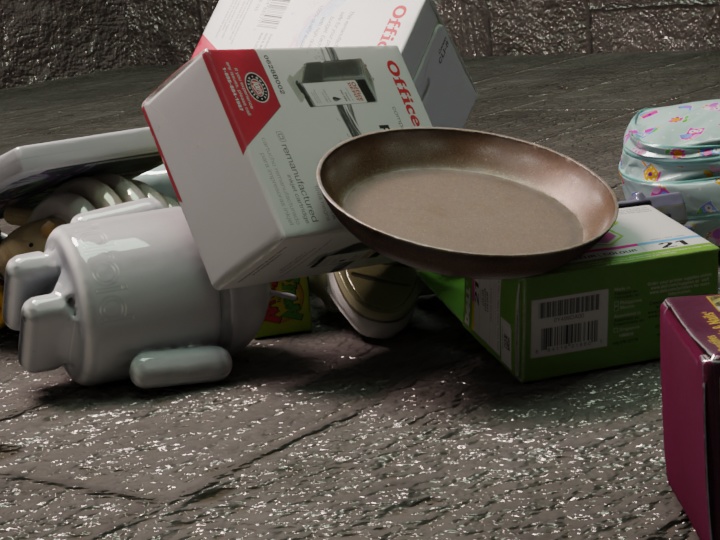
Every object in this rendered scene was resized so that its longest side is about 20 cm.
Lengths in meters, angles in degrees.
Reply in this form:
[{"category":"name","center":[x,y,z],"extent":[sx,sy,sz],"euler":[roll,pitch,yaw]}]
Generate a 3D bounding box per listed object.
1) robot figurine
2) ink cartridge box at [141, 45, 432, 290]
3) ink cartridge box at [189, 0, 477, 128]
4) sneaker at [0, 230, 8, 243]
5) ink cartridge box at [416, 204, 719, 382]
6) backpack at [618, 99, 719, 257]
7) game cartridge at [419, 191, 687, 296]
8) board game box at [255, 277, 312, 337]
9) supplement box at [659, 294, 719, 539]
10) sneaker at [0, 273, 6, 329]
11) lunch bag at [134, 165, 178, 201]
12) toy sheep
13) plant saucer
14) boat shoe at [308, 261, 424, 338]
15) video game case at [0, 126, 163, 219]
[{"category":"robot figurine","center":[-0.148,0.016,1.240],"extent":[0.198,0.113,0.170],"euler":[-11,54,-24]},{"category":"ink cartridge box","center":[-0.035,-0.078,1.240],"extent":[0.199,0.148,0.083],"euler":[-10,-18,-48]},{"category":"ink cartridge box","center":[-0.028,-0.147,1.499],"extent":[0.199,0.146,0.145],"euler":[12,-24,30]},{"category":"sneaker","center":[-0.339,-0.008,1.519],"extent":[0.198,0.083,0.070],"euler":[0,13,24]},{"category":"ink cartridge box","center":[0.137,-0.004,1.229],"extent":[0.147,0.076,0.200],"euler":[-8,23,-17]},{"category":"backpack","center":[0.317,-0.079,1.473],"extent":[0.198,0.128,0.167],"euler":[-6,14,12]},{"category":"game cartridge","center":[0.140,-0.021,1.378],"extent":[0.198,0.039,0.130],"euler":[-8,-9,-16]},{"category":"board game box","center":[-0.085,-0.019,1.412],"extent":[0.047,0.103,0.200],"euler":[-8,12,-12]},{"category":"supplement box","center":[0.252,0.067,0.840],"extent":[0.198,0.104,0.131],"euler":[-4,12,2]},{"category":"sneaker","center":[-0.364,0.022,1.395],"extent":[0.198,0.079,0.082],"euler":[-7,13,-7]},{"category":"lunch bag","center":[-0.199,-0.067,1.658],"extent":[0.169,0.123,0.200],"euler":[-4,17,8]},{"category":"toy sheep","center":[-0.196,-0.013,1.377],"extent":[0.137,0.139,0.199],"euler":[6,10,44]},{"category":"plant saucer","center":[0.068,-0.043,1.154],"extent":[0.198,0.032,0.201],"euler":[6,27,-3]},{"category":"boat shoe","center":[0.000,0.000,1.361],"extent":[0.074,0.069,0.200],"euler":[10,29,-14]},{"category":"video game case","center":[-0.246,-0.073,1.399],"extent":[0.181,0.024,0.199],"euler":[-20,-3,41]}]
